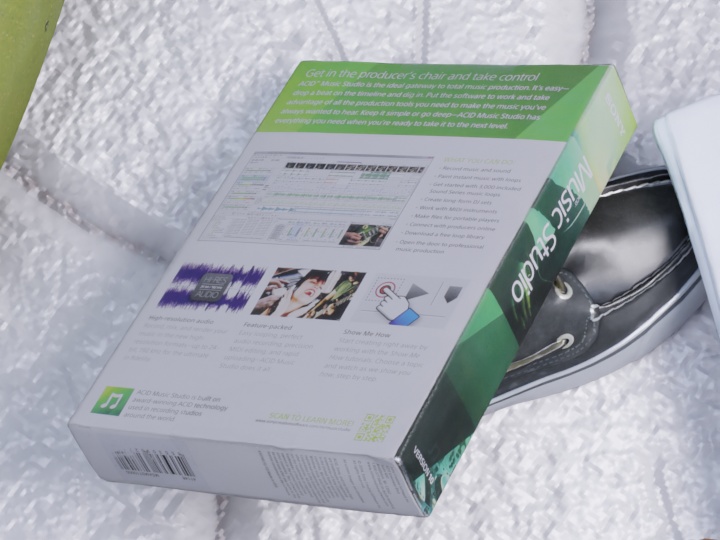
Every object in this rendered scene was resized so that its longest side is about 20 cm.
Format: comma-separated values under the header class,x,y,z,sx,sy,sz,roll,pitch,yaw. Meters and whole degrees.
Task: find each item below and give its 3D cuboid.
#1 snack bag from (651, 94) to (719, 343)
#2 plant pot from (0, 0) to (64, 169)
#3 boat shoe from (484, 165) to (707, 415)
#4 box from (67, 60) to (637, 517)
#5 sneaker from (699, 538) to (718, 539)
class,x,y,z,sx,sy,sz,roll,pitch,yaw
snack bag,0.213,-0.012,0.971,0.199,0.021,0.189,-19,67,13
plant pot,-0.195,-0.105,1.076,0.186,0.187,0.201,3,83,11
boat shoe,0.052,0.016,1.031,0.200,0.057,0.069,-29,66,-2
box,0.000,0.000,1.002,0.144,0.036,0.200,4,49,34
sneaker,0.111,0.184,0.949,0.084,0.073,0.200,17,61,19
